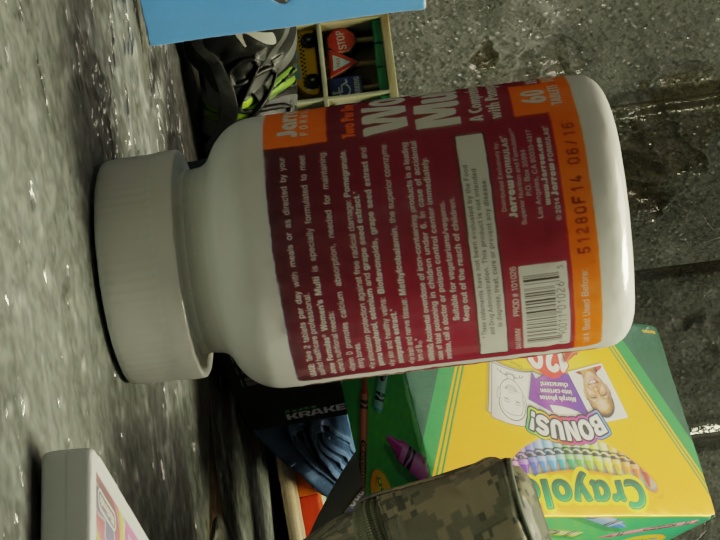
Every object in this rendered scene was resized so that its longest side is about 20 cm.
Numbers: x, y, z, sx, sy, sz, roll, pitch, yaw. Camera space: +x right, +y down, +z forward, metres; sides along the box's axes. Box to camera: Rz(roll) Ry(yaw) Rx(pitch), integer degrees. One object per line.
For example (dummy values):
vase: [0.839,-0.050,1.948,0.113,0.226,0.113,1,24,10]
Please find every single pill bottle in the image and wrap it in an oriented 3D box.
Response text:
pill bottle: [0.002,-0.012,0.624,0.110,0.199,0.110,-7,90,-88]

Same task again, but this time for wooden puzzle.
wooden puzzle: [-0.038,0.189,1.187,0.185,0.037,0.201,79,4,-68]

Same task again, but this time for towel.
towel: [-0.033,0.086,1.066,0.200,0.048,0.112,55,21,-66]

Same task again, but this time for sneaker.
sneaker: [-0.065,-0.105,0.942,0.200,0.071,0.083,85,-8,-59]

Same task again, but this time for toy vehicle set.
toy vehicle set: [-0.031,-0.082,1.067,0.027,0.124,0.201,80,3,-64]

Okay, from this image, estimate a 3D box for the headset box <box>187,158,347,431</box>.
headset box: [0.000,0.000,0.873,0.200,0.174,0.093,81,-3,-65]

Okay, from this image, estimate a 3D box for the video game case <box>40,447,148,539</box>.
video game case: [-0.071,0.173,0.474,0.143,0.018,0.201,81,3,-60]

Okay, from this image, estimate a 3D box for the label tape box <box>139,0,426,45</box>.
label tape box: [-0.046,-0.186,0.695,0.063,0.144,0.200,-95,177,-57]

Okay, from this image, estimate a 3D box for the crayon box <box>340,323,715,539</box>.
crayon box: [0.090,0.088,0.848,0.058,0.200,0.119,-40,-126,44]

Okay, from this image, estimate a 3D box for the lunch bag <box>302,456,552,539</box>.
lunch bag: [0.007,0.166,0.656,0.200,0.167,0.140,60,12,-83]

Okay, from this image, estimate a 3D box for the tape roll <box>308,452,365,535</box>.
tape roll: [0.020,0.181,0.919,0.201,0.066,0.200,-57,-166,23]
